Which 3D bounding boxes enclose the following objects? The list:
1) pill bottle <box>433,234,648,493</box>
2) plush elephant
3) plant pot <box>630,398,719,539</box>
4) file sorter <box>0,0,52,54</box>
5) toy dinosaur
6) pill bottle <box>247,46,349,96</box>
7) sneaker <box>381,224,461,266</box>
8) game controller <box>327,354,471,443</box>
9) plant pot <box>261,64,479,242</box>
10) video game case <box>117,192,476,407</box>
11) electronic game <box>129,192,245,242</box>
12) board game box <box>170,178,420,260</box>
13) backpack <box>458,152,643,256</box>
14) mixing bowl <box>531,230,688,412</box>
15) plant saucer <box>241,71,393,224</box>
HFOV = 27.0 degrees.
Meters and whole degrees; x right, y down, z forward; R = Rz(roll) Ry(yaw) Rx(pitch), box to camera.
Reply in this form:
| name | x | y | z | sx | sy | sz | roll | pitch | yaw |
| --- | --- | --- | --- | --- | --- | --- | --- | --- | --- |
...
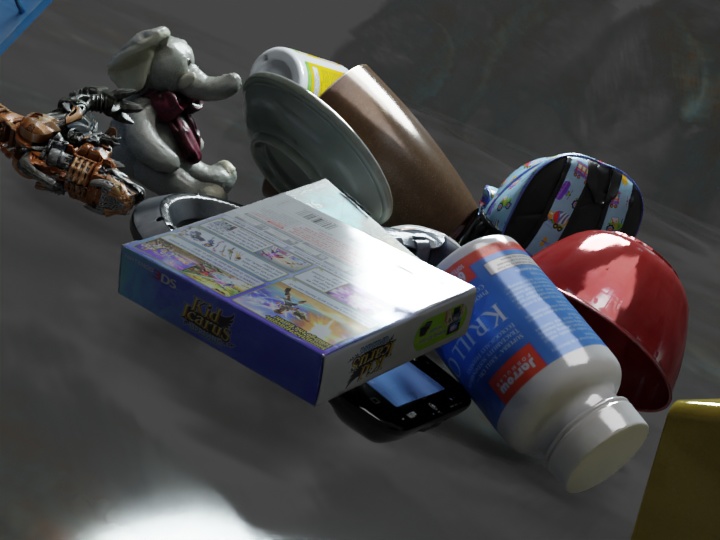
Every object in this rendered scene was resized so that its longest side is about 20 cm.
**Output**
| name | x | y | z | sx | sy | sz | roll | pitch | yaw |
| --- | --- | --- | --- | --- | --- | --- | --- | --- | --- |
| pill bottle | 0.138 | 0.076 | 1.205 | 0.112 | 0.112 | 0.200 | 8 | 37 | -53 |
| plush elephant | -0.195 | -0.168 | 1.538 | 0.200 | 0.155 | 0.165 | 25 | 12 | 1 |
| plant pot | 0.289 | 0.176 | 0.992 | 0.176 | 0.200 | 0.200 | 19 | 7 | 33 |
| file sorter | -0.395 | -0.258 | 1.357 | 0.139 | 0.200 | 0.123 | 29 | -23 | 20 |
| toy dinosaur | -0.271 | -0.117 | 1.356 | 0.200 | 0.102 | 0.136 | 48 | 34 | 8 |
| pill bottle | -0.073 | -0.273 | 2.321 | 0.111 | 0.111 | 0.200 | 33 | 14 | 33 |
| sneaker | 0.019 | -0.007 | 1.472 | 0.200 | 0.079 | 0.079 | 8 | 13 | -20 |
| game controller | 0.019 | 0.086 | 1.161 | 0.104 | 0.042 | 0.200 | 29 | 14 | 18 |
| plant pot | 0.026 | -0.094 | 1.669 | 0.200 | 0.187 | 0.187 | 39 | 15 | 9 |
| video game case | -0.047 | 0.015 | 1.117 | 0.200 | 0.046 | 0.181 | 27 | 29 | 31 |
| electronic game | -0.107 | -0.009 | 1.311 | 0.200 | 0.042 | 0.200 | 24 | 20 | -9 |
| board game box | -0.049 | -0.007 | 1.253 | 0.135 | 0.028 | 0.200 | 41 | 37 | 20 |
| backpack | 0.214 | -0.043 | 1.705 | 0.182 | 0.200 | 0.135 | 18 | 14 | -24 |
| mixing bowl | 0.238 | 0.033 | 1.442 | 0.200 | 0.108 | 0.200 | 34 | -19 | 13 |
| plant saucer | -0.057 | -0.108 | 1.505 | 0.200 | 0.050 | 0.200 | 38 | -20 | 17 |
